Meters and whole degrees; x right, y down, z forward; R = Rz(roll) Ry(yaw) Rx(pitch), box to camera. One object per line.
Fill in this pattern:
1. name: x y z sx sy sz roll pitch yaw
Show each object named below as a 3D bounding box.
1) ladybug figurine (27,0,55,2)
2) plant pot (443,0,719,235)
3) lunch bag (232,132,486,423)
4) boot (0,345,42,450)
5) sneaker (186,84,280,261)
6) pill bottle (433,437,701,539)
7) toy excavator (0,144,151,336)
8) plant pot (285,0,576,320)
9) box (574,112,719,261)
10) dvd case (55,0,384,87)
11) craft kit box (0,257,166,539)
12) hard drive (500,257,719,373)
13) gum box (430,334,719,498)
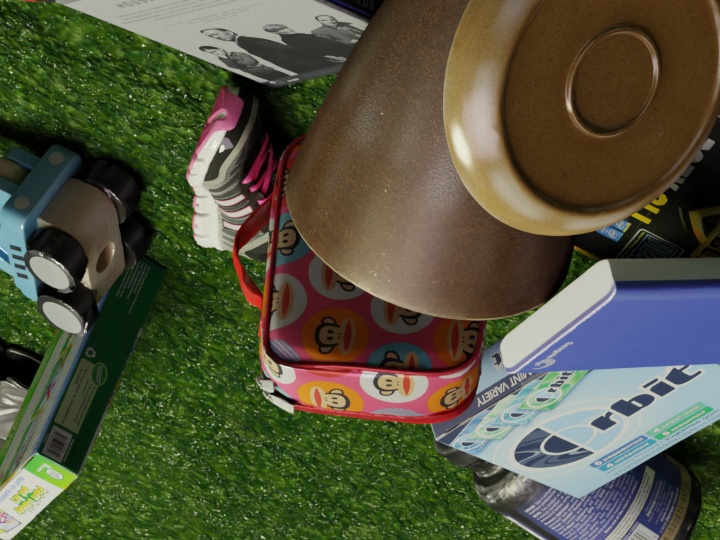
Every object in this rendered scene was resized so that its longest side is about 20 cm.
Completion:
1. ladybug figurine: -0.241 -0.231 1.400 0.198 0.072 0.136 21 149 4
2. plant pot: 0.138 -0.110 1.226 0.200 0.200 0.027 50 172 -38
3. lunch bag: 0.000 0.000 1.453 0.174 0.201 0.082 4 147 4
4. boot: -0.381 0.101 2.027 0.198 0.070 0.132 8 145 3
5. sneaker: -0.072 -0.064 1.549 0.087 0.074 0.200 19 154 7
6. pill bottle: 0.160 0.157 1.694 0.199 0.112 0.112 34 148 -17
7. toy excavator: -0.278 -0.065 1.674 0.199 0.100 0.195 24 149 17
8. plant pot: 0.068 -0.107 1.295 0.185 0.187 0.201 21 127 3
9. box: 0.237 -0.046 1.392 0.159 0.050 0.200 27 149 -3
10. dvd case: -0.070 -0.162 1.361 0.149 0.025 0.199 -7 163 41
11. craft kit box: -0.244 0.106 1.799 0.048 0.201 0.197 30 149 -15
12. hard drive: 0.204 0.028 1.352 0.198 0.026 0.132 -1 156 -29
13. gum box: 0.165 0.083 1.511 0.169 0.045 0.199 -33 148 24
